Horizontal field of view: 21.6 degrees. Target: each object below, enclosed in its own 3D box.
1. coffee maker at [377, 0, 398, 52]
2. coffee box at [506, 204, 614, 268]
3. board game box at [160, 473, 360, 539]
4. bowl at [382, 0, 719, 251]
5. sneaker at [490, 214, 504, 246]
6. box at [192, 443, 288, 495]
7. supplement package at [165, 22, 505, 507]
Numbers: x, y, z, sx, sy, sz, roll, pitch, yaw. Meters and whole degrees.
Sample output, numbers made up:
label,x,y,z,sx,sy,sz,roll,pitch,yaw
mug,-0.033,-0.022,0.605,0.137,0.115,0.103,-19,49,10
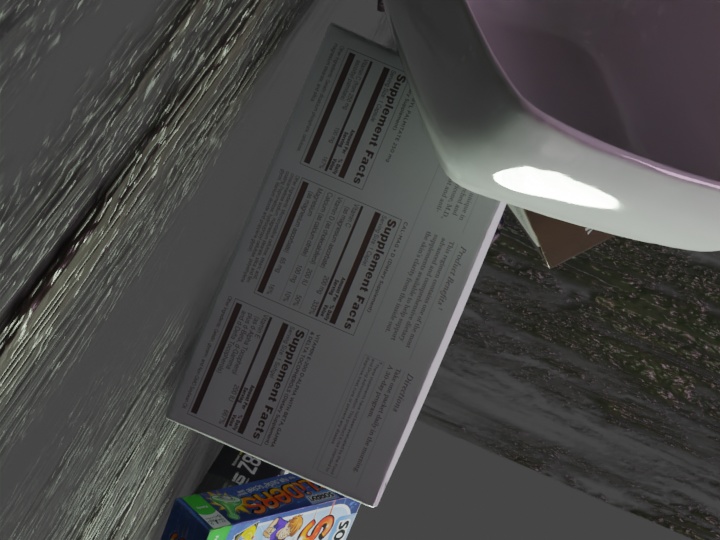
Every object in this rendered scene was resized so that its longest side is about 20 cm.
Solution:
label,x,y,z,sx,sy,sz,roll,pitch,yaw
coffee maker,0.084,-0.149,1.057,0.200,0.191,0.135,156,-46,-73
coffee box,0.130,-0.100,1.251,0.080,0.113,0.200,64,1,-32
board game box,-0.085,0.218,1.158,0.135,0.034,0.201,-8,127,-48
bowl,0.092,-0.091,0.832,0.075,0.199,0.201,-50,-138,34
sneaker,0.055,-0.064,1.247,0.073,0.112,0.200,-38,175,-3
box,-0.099,0.202,1.266,0.161,0.049,0.201,-62,174,-66
supplement package,0.000,0.000,0.946,0.156,0.110,0.201,28,85,-87
